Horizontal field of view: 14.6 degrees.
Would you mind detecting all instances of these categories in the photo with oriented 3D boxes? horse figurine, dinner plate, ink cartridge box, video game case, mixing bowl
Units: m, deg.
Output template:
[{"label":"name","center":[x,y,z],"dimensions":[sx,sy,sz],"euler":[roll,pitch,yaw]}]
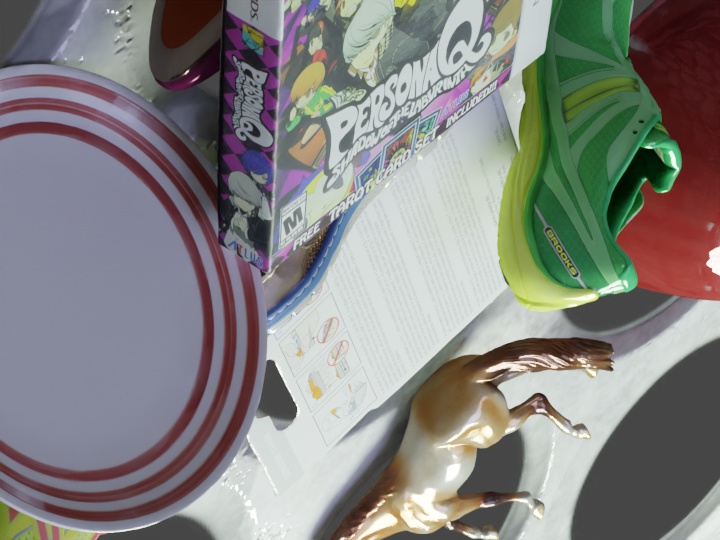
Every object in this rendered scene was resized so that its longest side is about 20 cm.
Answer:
[{"label":"horse figurine","center":[0.062,0.101,1.576],"dimensions":[0.132,0.050,0.200],"euler":[7,127,-35]},{"label":"dinner plate","center":[-0.122,0.012,1.178],"dimensions":[0.200,0.201,0.024],"euler":[-17,179,-43]},{"label":"ink cartridge box","center":[0.000,0.000,1.411],"dimensions":[0.200,0.050,0.161],"euler":[-41,148,-12]},{"label":"video game case","center":[0.017,-0.118,1.207],"dimensions":[0.200,0.036,0.182],"euler":[-39,150,-33]},{"label":"mixing bowl","center":[0.208,-0.059,1.555],"dimensions":[0.200,0.108,0.200],"euler":[-33,144,-28]}]

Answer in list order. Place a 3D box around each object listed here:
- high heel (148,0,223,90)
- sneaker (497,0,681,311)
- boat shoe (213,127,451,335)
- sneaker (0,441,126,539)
[{"label":"high heel","center":[-0.010,-0.144,1.221],"dimensions":[0.200,0.067,0.096],"euler":[-52,138,-5]},{"label":"sneaker","center":[0.121,-0.069,1.400],"dimensions":[0.074,0.083,0.200],"euler":[59,36,-61]},{"label":"boat shoe","center":[-0.036,-0.046,1.302],"dimensions":[0.200,0.072,0.072],"euler":[-50,145,-20]},{"label":"sneaker","center":[-0.136,0.084,1.207],"dimensions":[0.090,0.201,0.078],"euler":[2,167,-9]}]
